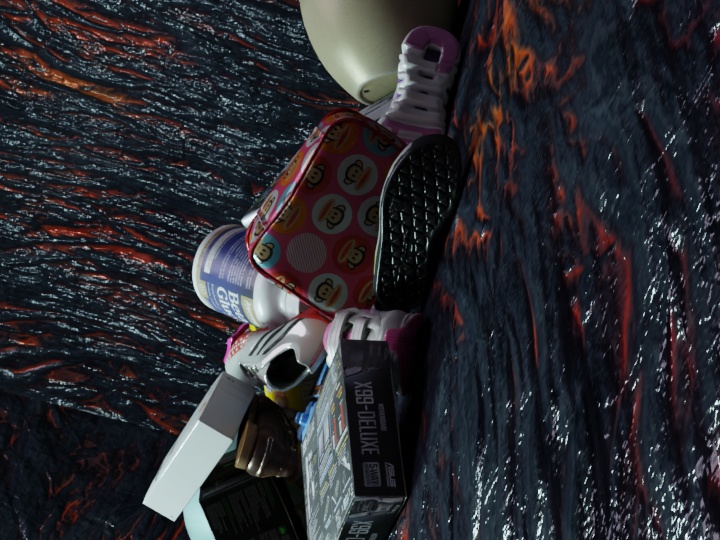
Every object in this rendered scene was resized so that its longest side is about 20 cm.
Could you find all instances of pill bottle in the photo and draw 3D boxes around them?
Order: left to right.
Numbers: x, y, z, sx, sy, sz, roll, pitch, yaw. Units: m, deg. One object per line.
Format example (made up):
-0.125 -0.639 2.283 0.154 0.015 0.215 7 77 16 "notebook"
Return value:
-0.104 0.016 1.688 0.199 0.110 0.112 17 94 47 "pill bottle"

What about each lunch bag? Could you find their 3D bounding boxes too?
-0.007 -0.051 1.483 0.201 0.175 0.082 -54 16 8 "lunch bag"

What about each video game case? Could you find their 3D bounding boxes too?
-0.036 -0.136 1.700 0.199 0.023 0.182 -25 20 41 "video game case"

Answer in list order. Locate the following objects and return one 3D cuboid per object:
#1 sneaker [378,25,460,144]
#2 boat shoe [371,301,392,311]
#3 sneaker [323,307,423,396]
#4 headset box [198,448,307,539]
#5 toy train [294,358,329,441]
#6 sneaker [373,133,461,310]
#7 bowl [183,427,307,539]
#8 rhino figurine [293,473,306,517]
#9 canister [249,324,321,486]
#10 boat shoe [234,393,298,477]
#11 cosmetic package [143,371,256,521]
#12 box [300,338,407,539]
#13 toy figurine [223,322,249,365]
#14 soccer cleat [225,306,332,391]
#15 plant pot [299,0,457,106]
0.063 -0.174 1.618 0.089 0.080 0.202 94 -167 -76 "sneaker"
-0.001 0.002 1.587 0.074 0.062 0.203 122 141 -51 "boat shoe"
0.007 0.078 1.389 0.200 0.087 0.082 125 159 -77 "sneaker"
-0.122 0.315 1.715 0.200 0.092 0.176 -135 23 -83 "headset box"
-0.020 0.144 1.557 0.200 0.086 0.115 125 165 -82 "toy train"
0.049 -0.055 1.389 0.083 0.071 0.201 -80 6 -58 "sneaker"
-0.126 0.314 1.874 0.105 0.199 0.203 5 80 65 "bowl"
-0.040 0.248 1.634 0.200 0.059 0.088 -106 35 -76 "rhino figurine"
-0.079 0.151 1.771 0.149 0.086 0.202 -125 25 -65 "canister"
-0.107 0.195 1.626 0.200 0.070 0.071 -108 34 -77 "boat shoe"
-0.192 0.209 1.663 0.200 0.050 0.083 -54 10 44 "cosmetic package"
-0.011 0.183 1.301 0.201 0.049 0.159 110 159 -51 "box"
-0.102 0.131 1.997 0.200 0.182 0.152 120 164 -72 "toy figurine"
-0.099 0.104 1.596 0.199 0.069 0.086 -26 31 46 "soccer cleat"
0.030 -0.282 1.737 0.201 0.198 0.136 116 149 -68 "plant pot"
